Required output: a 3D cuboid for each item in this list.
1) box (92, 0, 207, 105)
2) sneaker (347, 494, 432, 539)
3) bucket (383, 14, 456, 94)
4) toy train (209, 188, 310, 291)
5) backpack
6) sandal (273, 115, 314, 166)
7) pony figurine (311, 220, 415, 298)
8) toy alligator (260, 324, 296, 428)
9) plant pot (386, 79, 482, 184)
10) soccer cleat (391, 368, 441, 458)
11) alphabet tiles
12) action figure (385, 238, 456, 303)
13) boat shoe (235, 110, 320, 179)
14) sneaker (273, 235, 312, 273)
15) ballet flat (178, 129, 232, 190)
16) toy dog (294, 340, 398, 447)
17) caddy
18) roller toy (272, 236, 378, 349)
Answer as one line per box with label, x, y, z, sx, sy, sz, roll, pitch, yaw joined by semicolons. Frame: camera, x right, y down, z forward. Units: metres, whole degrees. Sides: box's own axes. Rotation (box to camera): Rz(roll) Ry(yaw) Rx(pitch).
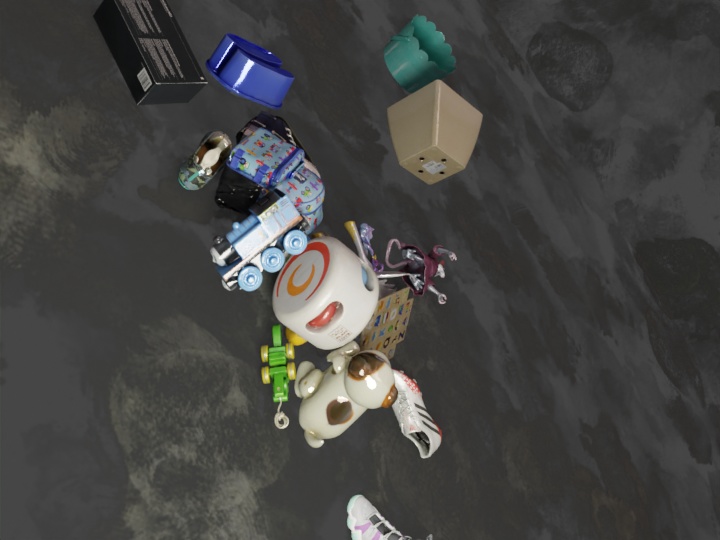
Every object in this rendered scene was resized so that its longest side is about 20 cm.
box;-0.405;-0.428;1.569;0.140;0.078;0.203;-20;80;-52
sneaker;0.067;0.477;1.433;0.077;0.139;0.203;-23;84;-55
bucket;0.173;-0.638;2.414;0.206;0.134;0.210;32;43;-35
toy train;-0.185;-0.053;1.477;0.115;0.199;0.087;55;-8;-25
backpack;-0.158;-0.163;1.583;0.198;0.136;0.183;31;34;7
sandal;-0.150;-0.246;1.766;0.057;0.079;0.204;60;6;-70
pony figurine;0.000;0.000;1.728;0.189;0.167;0.204;-8;71;-19
toy alligator;-0.144;0.196;1.458;0.055;0.058;0.203;81;2;-59
plant pot;0.197;-0.357;2.199;0.198;0.198;0.180;28;55;-36
soccer cleat;0.102;0.296;1.684;0.202;0.068;0.085;59;30;-9
alphabet tiles;0.051;0.125;1.694;0.006;0.170;0.199;23;22;27
action figure;0.150;-0.001;1.971;0.147;0.137;0.199;21;12;20
boat shoe;-0.157;-0.260;1.705;0.198;0.075;0.093;32;56;-1
sneaker;-0.151;-0.043;1.626;0.199;0.075;0.106;36;25;-36
ballet flat;-0.285;-0.226;1.579;0.074;0.074;0.202;44;37;-20
toy dog;-0.024;0.212;1.465;0.140;0.199;0.194;50;35;-10
caddy;-0.241;-0.420;1.754;0.198;0.106;0.142;13;33;-46
roller toy;-0.062;0.047;1.512;0.139;0.181;0.203;38;70;-35
